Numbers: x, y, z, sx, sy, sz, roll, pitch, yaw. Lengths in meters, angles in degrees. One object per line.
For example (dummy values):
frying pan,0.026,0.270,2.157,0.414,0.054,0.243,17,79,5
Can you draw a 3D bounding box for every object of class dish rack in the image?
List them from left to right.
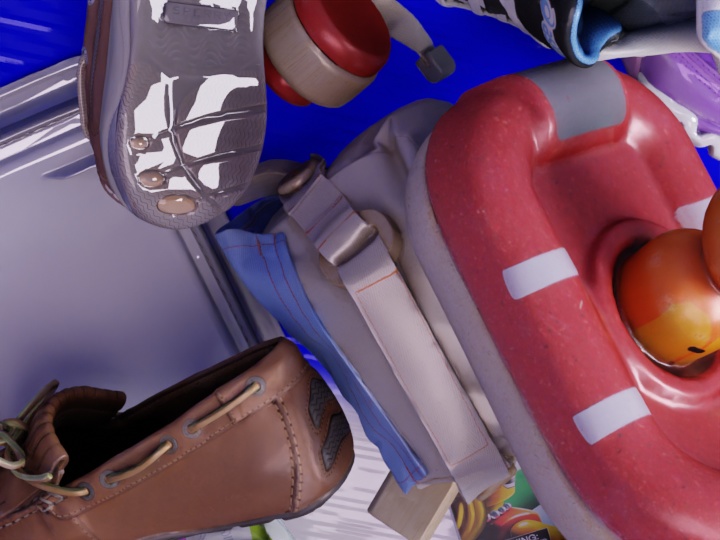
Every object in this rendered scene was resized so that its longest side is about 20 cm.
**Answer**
dish rack,-0.123,0.030,1.013,0.171,0.044,0.201,-23,117,4

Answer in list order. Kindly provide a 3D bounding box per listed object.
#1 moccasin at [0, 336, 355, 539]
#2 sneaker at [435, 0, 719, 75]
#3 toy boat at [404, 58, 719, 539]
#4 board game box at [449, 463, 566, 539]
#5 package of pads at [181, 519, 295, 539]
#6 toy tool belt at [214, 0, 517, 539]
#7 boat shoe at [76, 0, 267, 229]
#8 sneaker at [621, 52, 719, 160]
moccasin,-0.102,0.072,0.957,0.200,0.074,0.078,-16,111,29
sneaker,0.061,-0.110,0.898,0.073,0.199,0.072,-56,137,-26
toy boat,0.115,0.008,0.868,0.130,0.130,0.201,-34,80,42
board game box,0.126,0.053,1.058,0.199,0.035,0.127,-18,116,2
package of pads,-0.092,0.192,1.066,0.199,0.068,0.155,-27,130,6
toy tool belt,0.000,0.000,0.966,0.123,0.125,0.201,-37,90,28
boat shoe,-0.067,-0.118,0.927,0.075,0.072,0.202,11,93,-28
sneaker,0.196,-0.085,0.964,0.199,0.081,0.089,8,136,-16
